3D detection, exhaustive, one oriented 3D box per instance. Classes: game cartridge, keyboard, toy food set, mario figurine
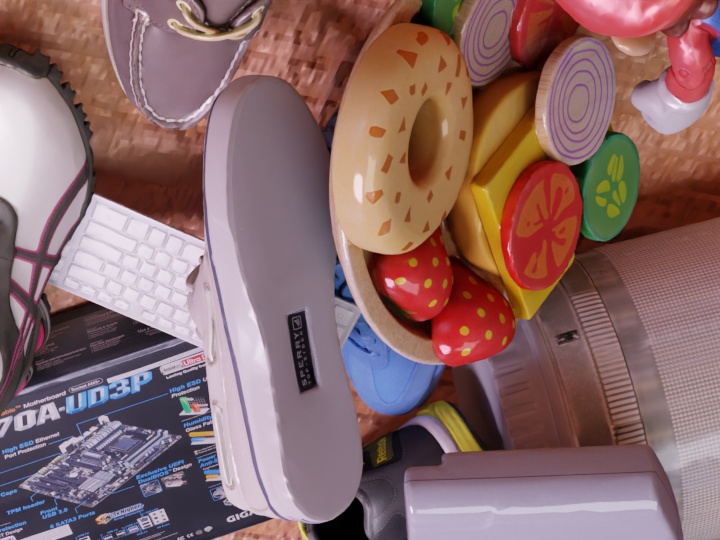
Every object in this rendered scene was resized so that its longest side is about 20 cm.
[{"bbox_3d":[0.090,0.151,1.084,0.133,0.042,0.200,0,143,4],"label":"game cartridge"},{"bbox_3d":[-0.101,-0.001,1.048,0.200,0.011,0.056,23,127,-7],"label":"keyboard"},{"bbox_3d":[0.056,-0.055,1.014,0.198,0.049,0.200,-51,136,-31],"label":"toy food set"},{"bbox_3d":[0.145,-0.139,1.016,0.200,0.124,0.106,13,154,-43],"label":"mario figurine"}]

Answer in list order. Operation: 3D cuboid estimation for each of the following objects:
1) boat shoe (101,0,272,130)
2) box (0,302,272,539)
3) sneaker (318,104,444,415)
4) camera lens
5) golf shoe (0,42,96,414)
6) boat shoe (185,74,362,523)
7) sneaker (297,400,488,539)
[{"bbox_3d":[-0.063,-0.135,0.952,0.072,0.060,0.200,3,131,-22],"label":"boat shoe"},{"bbox_3d":[-0.140,0.091,1.152,0.200,0.046,0.159,-19,136,-2],"label":"box"},{"bbox_3d":[0.000,0.000,1.081,0.078,0.066,0.200,-36,143,-36],"label":"sneaker"},{"bbox_3d":[0.160,0.061,1.149,0.200,0.160,0.160,-14,135,-7],"label":"camera lens"},{"bbox_3d":[-0.168,-0.005,1.001,0.077,0.088,0.200,13,121,2],"label":"golf shoe"},{"bbox_3d":[-0.049,0.014,1.006,0.071,0.070,0.200,-16,100,-46],"label":"boat shoe"},{"bbox_3d":[-0.002,0.127,1.179,0.085,0.075,0.200,-23,163,-28],"label":"sneaker"}]
